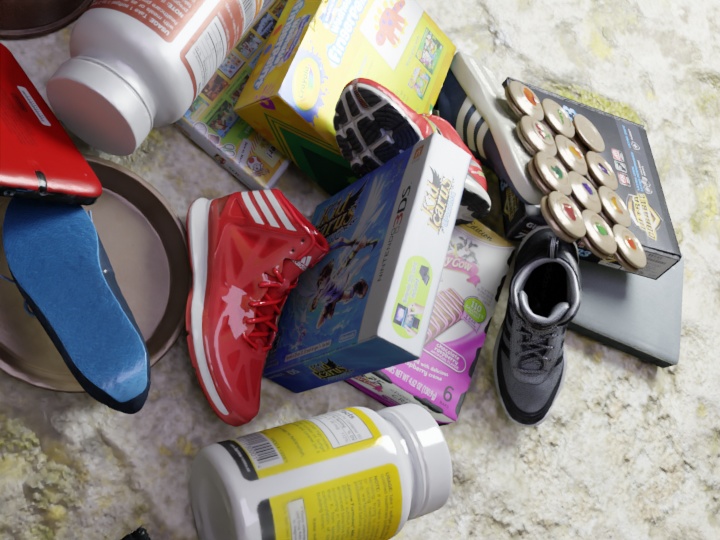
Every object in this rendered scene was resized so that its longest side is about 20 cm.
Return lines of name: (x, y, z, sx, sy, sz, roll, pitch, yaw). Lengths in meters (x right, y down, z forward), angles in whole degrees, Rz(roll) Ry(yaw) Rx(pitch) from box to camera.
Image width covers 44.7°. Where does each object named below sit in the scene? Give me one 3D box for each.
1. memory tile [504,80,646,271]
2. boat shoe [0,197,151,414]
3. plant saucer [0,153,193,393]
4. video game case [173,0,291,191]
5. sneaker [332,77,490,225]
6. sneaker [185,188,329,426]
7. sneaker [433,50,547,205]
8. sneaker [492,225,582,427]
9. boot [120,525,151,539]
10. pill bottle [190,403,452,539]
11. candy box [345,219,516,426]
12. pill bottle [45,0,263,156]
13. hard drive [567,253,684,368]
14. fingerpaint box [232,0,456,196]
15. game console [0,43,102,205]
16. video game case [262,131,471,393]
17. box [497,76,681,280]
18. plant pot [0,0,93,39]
memory tile: (0.215, -0.097, 0.873, 0.152, 0.017, 0.202, 21, 45, -36)
boat shoe: (-0.219, 0.026, 0.660, 0.083, 0.069, 0.201, -19, 61, -17)
plant saucer: (-0.234, 0.001, 0.720, 0.198, 0.029, 0.203, 10, 69, -26)
video game case: (-0.111, -0.200, 0.855, 0.181, 0.023, 0.201, 40, 59, -12)
sneaker: (0.047, -0.117, 0.808, 0.199, 0.076, 0.086, 36, 43, -39)
sneaker: (-0.081, 0.022, 0.736, 0.078, 0.114, 0.203, 25, 53, -70)
sneaker: (0.126, -0.130, 0.900, 0.074, 0.085, 0.202, 14, 43, -40)
sneaker: (0.166, 0.059, 0.837, 0.074, 0.114, 0.203, 8, 96, 11)
boot: (-0.193, 0.241, 0.571, 0.161, 0.198, 0.074, -28, 89, -25)
pill bottle: (-0.029, 0.178, 0.723, 0.198, 0.114, 0.116, -9, 78, -30)
candy box: (0.058, 0.031, 0.849, 0.135, 0.061, 0.202, 31, 61, -15)
pill bottle: (-0.172, -0.198, 0.742, 0.112, 0.112, 0.201, 36, 60, -13)
hard drive: (0.279, 0.012, 0.990, 0.198, 0.033, 0.141, 21, 65, -21)
fingerpaint box: (-0.009, -0.187, 0.848, 0.166, 0.073, 0.202, 38, 61, -34)
game console: (-0.327, -0.090, 0.664, 0.201, 0.119, 0.172, 51, 24, 24)
video game case: (0.000, 0.000, 0.744, 0.045, 0.199, 0.183, 29, 62, -23)
box: (0.243, -0.102, 0.966, 0.196, 0.050, 0.202, 15, 52, -20)
plant pot: (-0.286, -0.325, 0.699, 0.198, 0.198, 0.203, 8, 71, -25)
